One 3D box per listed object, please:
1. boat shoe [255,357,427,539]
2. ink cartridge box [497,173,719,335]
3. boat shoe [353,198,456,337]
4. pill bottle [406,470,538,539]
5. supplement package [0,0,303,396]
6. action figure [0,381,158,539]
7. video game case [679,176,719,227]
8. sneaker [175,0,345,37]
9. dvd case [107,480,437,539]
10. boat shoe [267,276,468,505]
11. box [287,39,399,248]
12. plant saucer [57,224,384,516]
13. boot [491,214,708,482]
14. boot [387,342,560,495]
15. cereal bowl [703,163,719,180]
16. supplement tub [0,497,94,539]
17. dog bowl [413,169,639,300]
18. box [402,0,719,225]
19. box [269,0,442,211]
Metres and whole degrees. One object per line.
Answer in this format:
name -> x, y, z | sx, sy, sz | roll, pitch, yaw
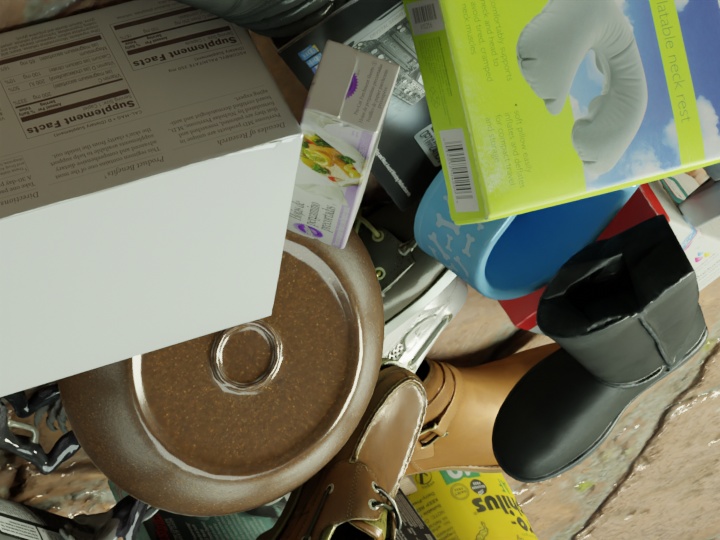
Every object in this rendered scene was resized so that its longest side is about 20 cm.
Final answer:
boat shoe -> -0.005, 0.146, 1.474 | 0.072, 0.068, 0.200 | 43, 70, -42
ink cartridge box -> 0.146, -0.016, 1.563 | 0.116, 0.067, 0.200 | -39, 156, 18
boat shoe -> 0.001, 0.001, 1.484 | 0.060, 0.072, 0.202 | 38, 104, -27
pill bottle -> 0.080, 0.222, 1.758 | 0.112, 0.200, 0.113 | -21, 149, -13
supplement package -> -0.147, -0.034, 1.264 | 0.199, 0.111, 0.156 | -16, 148, -20
action figure -> -0.152, 0.094, 1.455 | 0.199, 0.119, 0.102 | 15, 129, -35
video game case -> 0.279, -0.099, 1.449 | 0.182, 0.022, 0.200 | -40, 180, -10
sneaker -> -0.008, -0.183, 1.199 | 0.200, 0.071, 0.099 | -32, 153, 18
dvd case -> -0.048, 0.163, 1.573 | 0.199, 0.146, 0.022 | 8, 107, -21
boat shoe -> -0.005, 0.075, 1.553 | 0.069, 0.071, 0.200 | 30, 106, -40
box -> -0.012, -0.061, 1.293 | 0.039, 0.042, 0.200 | 20, 164, 1
plant saucer -> -0.070, 0.044, 1.401 | 0.200, 0.037, 0.201 | -5, 102, -24
boot -> 0.133, 0.051, 1.485 | 0.165, 0.066, 0.200 | -43, 167, 0
boot -> 0.058, 0.079, 1.657 | 0.199, 0.077, 0.155 | -19, 153, 5
cereal bowl -> 0.253, -0.144, 1.426 | 0.200, 0.083, 0.200 | -39, 179, -1
supplement tub -> -0.229, 0.188, 1.451 | 0.122, 0.123, 0.200 | -38, 149, 17
dog bowl -> 0.114, -0.064, 1.387 | 0.111, 0.050, 0.200 | 5, 129, -49
box -> 0.129, -0.104, 1.285 | 0.199, 0.122, 0.048 | -15, -174, -24
box -> 0.045, -0.130, 1.339 | 0.157, 0.050, 0.200 | -32, 150, 4
